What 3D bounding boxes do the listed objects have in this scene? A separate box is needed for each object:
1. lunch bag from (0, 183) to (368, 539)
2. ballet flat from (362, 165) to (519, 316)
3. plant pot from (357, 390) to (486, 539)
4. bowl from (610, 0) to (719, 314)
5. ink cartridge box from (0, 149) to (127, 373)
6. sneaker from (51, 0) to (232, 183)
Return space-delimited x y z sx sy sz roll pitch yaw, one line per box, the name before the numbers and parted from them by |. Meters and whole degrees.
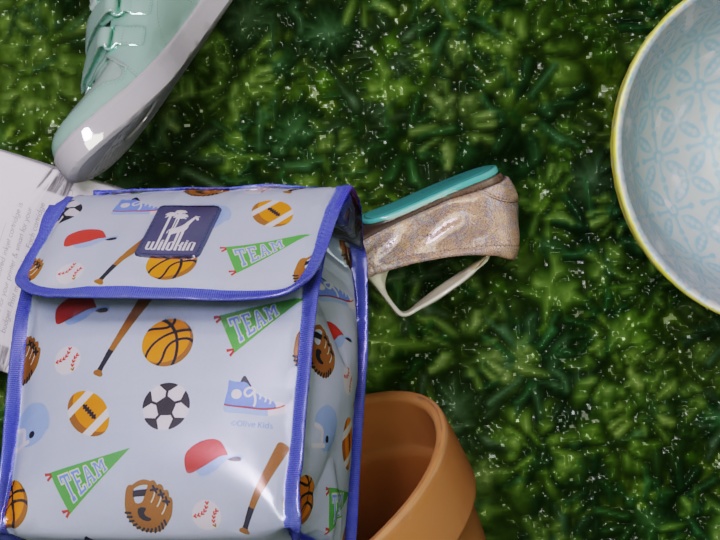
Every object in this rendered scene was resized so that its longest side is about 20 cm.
lunch bag | -0.087 0.050 1.310 0.170 0.124 0.200 -1 67 16
ballet flat | 0.000 0.000 1.471 0.200 0.068 0.067 -17 100 -3
plant pot | -0.004 0.182 1.421 0.200 0.200 0.140 -35 110 -4
bowl | 0.231 -0.069 1.468 0.200 0.108 0.201 0 92 -5
ink cartridge box | -0.178 -0.001 1.432 0.200 0.067 0.116 19 93 16
sneaker | -0.148 -0.140 1.417 0.118 0.074 0.201 35 50 -6
